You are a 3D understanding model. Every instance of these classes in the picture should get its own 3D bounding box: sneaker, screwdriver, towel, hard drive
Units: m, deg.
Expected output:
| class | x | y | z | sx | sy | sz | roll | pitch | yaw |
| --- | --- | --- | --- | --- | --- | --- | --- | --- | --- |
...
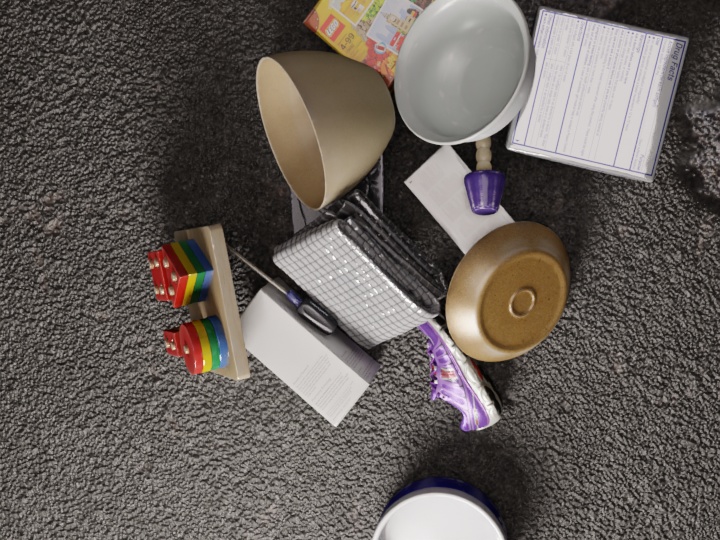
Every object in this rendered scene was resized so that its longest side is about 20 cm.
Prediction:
| class | x | y | z | sx | sy | sz | roll | pitch | yaw |
| --- | --- | --- | --- | --- | --- | --- | --- | --- | --- |
| sneaker | 0.120 | 0.136 | 1.343 | 0.083 | 0.081 | 0.202 | -29 | 92 | 16 |
| screwdriver | -0.110 | 0.018 | 1.300 | 0.200 | 0.028 | 0.029 | 42 | 58 | -7 |
| towel | 0.000 | 0.000 | 1.287 | 0.200 | 0.086 | 0.165 | 43 | 142 | -17 |
| hard drive | -0.031 | -0.124 | 1.353 | 0.132 | 0.042 | 0.204 | 0 | 96 | 8 |

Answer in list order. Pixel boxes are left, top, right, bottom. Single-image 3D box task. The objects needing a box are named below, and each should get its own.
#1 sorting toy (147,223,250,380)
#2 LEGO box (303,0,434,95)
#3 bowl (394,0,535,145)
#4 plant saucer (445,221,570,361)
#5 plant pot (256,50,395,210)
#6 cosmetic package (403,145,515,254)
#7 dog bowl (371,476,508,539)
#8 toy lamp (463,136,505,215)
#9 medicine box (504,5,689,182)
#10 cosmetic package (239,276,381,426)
| class | x | y | z | sx | sy | sz | roll | pitch | yaw |
| --- | --- | --- | --- | --- | --- | --- | --- | --- | --- |
| sorting toy | -0.228 | 0.046 | 1.317 | 0.069 | 0.198 | 0.204 | -12 | 95 | -24 |
| LEGO box | 0.043 | -0.363 | 1.299 | 0.148 | 0.077 | 0.201 | 39 | 100 | 2 |
| bowl | 0.145 | -0.246 | 1.218 | 0.199 | 0.090 | 0.205 | -10 | 74 | 38 |
| plant saucer | 0.207 | 0.037 | 1.283 | 0.197 | 0.035 | 0.204 | -11 | 116 | -23 |
| plant pot | -0.033 | -0.196 | 1.242 | 0.133 | 0.200 | 0.203 | -23 | 93 | -18 |
| cosmetic package | 0.153 | -0.072 | 1.327 | 0.082 | 0.051 | 0.201 | -40 | 90 | 5 |
| dog bowl | 0.113 | 0.401 | 1.370 | 0.196 | 0.079 | 0.204 | 1 | 96 | 8 |
| toy lamp | 0.164 | -0.175 | 1.281 | 0.057 | 0.058 | 0.204 | -1 | 78 | 8 |
| medicine box | 0.304 | -0.227 | 1.263 | 0.196 | 0.103 | 0.185 | 14 | 98 | 6 |
| cosmetic package | -0.075 | 0.109 | 1.351 | 0.199 | 0.108 | 0.085 | 40 | 104 | 4 |
